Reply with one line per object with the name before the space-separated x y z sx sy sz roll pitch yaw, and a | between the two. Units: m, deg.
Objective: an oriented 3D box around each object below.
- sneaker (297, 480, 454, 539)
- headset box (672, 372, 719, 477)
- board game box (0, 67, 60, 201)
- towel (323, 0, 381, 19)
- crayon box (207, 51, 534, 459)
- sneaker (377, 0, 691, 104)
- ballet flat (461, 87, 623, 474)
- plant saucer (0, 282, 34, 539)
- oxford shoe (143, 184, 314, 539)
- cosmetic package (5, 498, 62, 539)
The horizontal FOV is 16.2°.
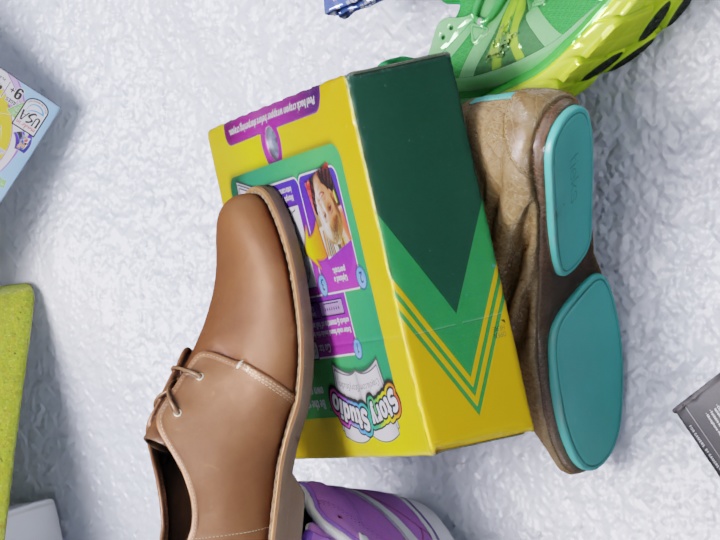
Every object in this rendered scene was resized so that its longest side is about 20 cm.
sneaker | 0.019 0.167 1.199 0.200 0.114 0.073 39 102 46
headset box | 0.266 0.067 1.067 0.200 0.093 0.175 -44 73 31
board game box | -0.279 -0.086 1.353 0.199 0.034 0.135 32 90 -15
towel | 0.051 -0.217 1.188 0.199 0.024 0.146 -22 66 34
crayon box | 0.000 0.000 1.204 0.200 0.058 0.174 169 87 -68
sneaker | 0.078 -0.117 1.179 0.200 0.074 0.084 -35 82 33
ballet flat | 0.076 0.002 1.180 0.072 0.068 0.201 14 131 34
plant saucer | -0.275 0.111 1.408 0.199 0.048 0.201 -21 52 34
oxford shoe | -0.064 0.056 1.184 0.071 0.071 0.201 159 115 -66
cosmetic package | -0.209 0.238 1.430 0.101 0.071 0.201 -11 92 36
